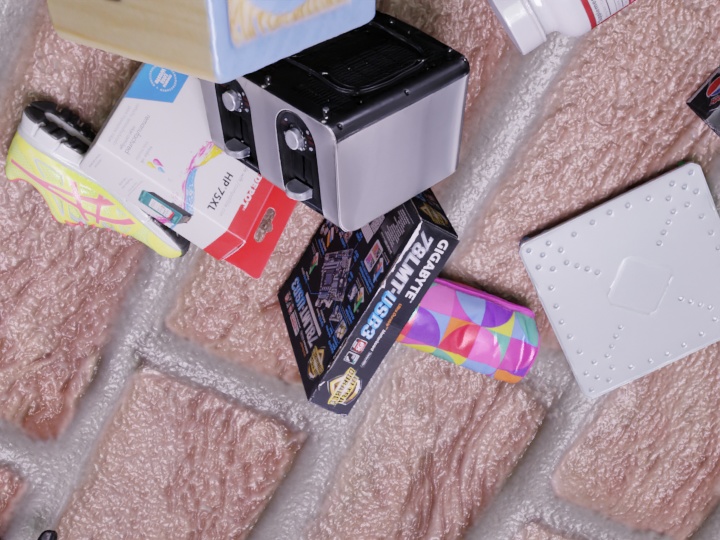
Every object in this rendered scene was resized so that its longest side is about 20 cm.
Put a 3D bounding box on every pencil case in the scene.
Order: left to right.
[{"bbox_3d":[0.086,0.047,1.173,0.198,0.089,0.089,21,110,-14],"label":"pencil case"}]

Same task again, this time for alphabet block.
[{"bbox_3d":[-0.123,-0.282,0.906,0.199,0.195,0.198,21,126,35],"label":"alphabet block"}]

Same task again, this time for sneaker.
[{"bbox_3d":[-0.252,-0.071,1.108,0.199,0.078,0.090,39,114,-13],"label":"sneaker"}]

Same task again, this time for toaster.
[{"bbox_3d":[-0.017,-0.147,1.002,0.199,0.180,0.120,-32,140,-33],"label":"toaster"}]

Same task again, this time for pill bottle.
[{"bbox_3d":[0.207,-0.282,1.025,0.199,0.113,0.113,-32,112,10],"label":"pill bottle"}]

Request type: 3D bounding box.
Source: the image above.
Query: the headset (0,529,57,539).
[{"bbox_3d":[-0.398,0.340,1.254,0.199,0.094,0.123,-37,112,23],"label":"headset"}]

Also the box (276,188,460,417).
[{"bbox_3d":[0.000,0.000,1.081,0.049,0.200,0.200,23,110,-22],"label":"box"}]

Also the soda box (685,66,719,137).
[{"bbox_3d":[0.417,-0.120,1.136,0.199,0.063,0.071,38,105,-19],"label":"soda box"}]

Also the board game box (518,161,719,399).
[{"bbox_3d":[0.287,0.011,1.203,0.198,0.026,0.201,-26,112,6],"label":"board game box"}]

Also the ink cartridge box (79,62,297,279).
[{"bbox_3d":[-0.143,-0.094,1.071,0.199,0.117,0.067,33,152,-17],"label":"ink cartridge box"}]
